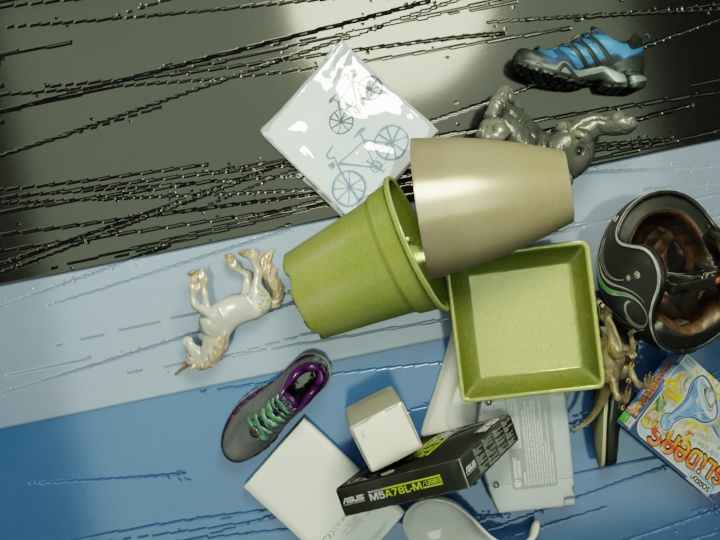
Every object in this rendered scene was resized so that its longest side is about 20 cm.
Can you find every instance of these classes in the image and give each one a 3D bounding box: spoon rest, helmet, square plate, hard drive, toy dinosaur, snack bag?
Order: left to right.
[{"bbox_3d":[-0.052,0.329,1.774,0.200,0.027,0.132,42,91,-3],"label":"hard drive"},{"bbox_3d":[-0.021,-0.196,1.763,0.200,0.021,0.189,42,90,-2],"label":"snack bag"},{"bbox_3d":[0.158,0.372,1.755,0.197,0.061,0.100,9,121,-3],"label":"spoon rest"},{"bbox_3d":[0.208,0.173,1.774,0.196,0.028,0.202,17,92,-1],"label":"square plate"},{"bbox_3d":[0.348,0.141,1.688,0.058,0.101,0.203,-7,111,-29],"label":"toy dinosaur"},{"bbox_3d":[0.417,-0.002,1.694,0.198,0.191,0.202,-9,123,-14],"label":"helmet"}]

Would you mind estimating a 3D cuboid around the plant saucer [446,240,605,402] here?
[{"bbox_3d":[0.226,0.069,1.693,0.197,0.048,0.203,-7,90,10],"label":"plant saucer"}]

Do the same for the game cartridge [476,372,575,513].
[{"bbox_3d":[0.231,0.238,1.746,0.132,0.040,0.203,-5,92,-5],"label":"game cartridge"}]

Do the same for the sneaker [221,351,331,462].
[{"bbox_3d":[-0.124,0.192,1.730,0.074,0.088,0.200,44,90,-2],"label":"sneaker"}]

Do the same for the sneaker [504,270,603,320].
[{"bbox_3d":[0.260,0.021,1.765,0.199,0.075,0.088,33,57,6],"label":"sneaker"}]

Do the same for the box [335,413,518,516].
[{"bbox_3d":[0.093,0.261,1.657,0.192,0.200,0.048,-22,91,29],"label":"box"}]

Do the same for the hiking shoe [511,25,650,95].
[{"bbox_3d":[0.310,-0.303,1.748,0.197,0.074,0.088,6,84,-11],"label":"hiking shoe"}]

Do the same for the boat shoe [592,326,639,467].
[{"bbox_3d":[0.364,0.181,1.754,0.062,0.074,0.204,3,93,-4],"label":"boat shoe"}]

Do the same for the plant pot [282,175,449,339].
[{"bbox_3d":[0.000,0.000,1.697,0.183,0.200,0.202,-25,92,10],"label":"plant pot"}]

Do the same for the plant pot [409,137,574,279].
[{"bbox_3d":[0.176,-0.094,1.616,0.197,0.187,0.190,-8,92,7],"label":"plant pot"}]

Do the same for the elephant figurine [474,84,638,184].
[{"bbox_3d":[0.258,-0.160,1.708,0.198,0.155,0.143,23,69,7],"label":"elephant figurine"}]

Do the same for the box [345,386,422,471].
[{"bbox_3d":[0.029,0.214,1.685,0.081,0.200,0.069,-26,92,0],"label":"box"}]

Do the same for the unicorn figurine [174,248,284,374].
[{"bbox_3d":[-0.194,0.056,1.737,0.198,0.074,0.139,-22,103,-6],"label":"unicorn figurine"}]

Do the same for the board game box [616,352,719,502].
[{"bbox_3d":[0.474,0.220,1.745,0.199,0.034,0.136,38,91,-23],"label":"board game box"}]
